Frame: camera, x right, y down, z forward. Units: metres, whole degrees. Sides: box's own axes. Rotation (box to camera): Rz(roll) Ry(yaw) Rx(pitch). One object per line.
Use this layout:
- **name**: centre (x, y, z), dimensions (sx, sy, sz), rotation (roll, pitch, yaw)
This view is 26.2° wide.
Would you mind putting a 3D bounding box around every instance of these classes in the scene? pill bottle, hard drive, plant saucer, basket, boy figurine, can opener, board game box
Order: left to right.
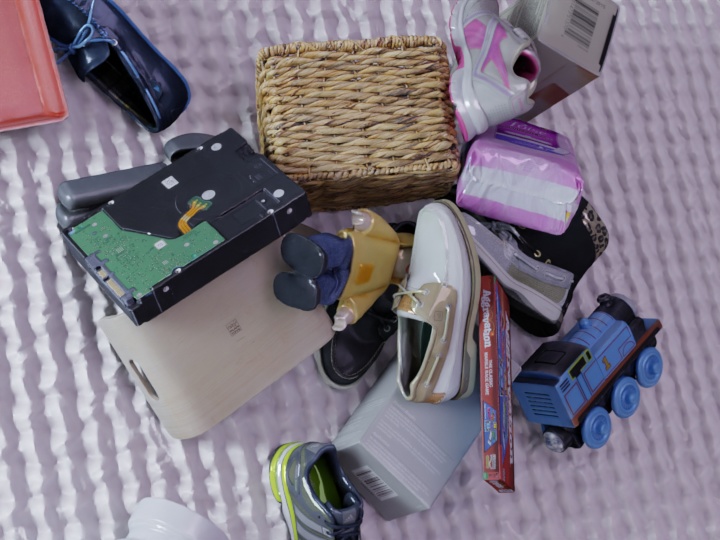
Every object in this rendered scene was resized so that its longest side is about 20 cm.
- **plant saucer**: centre (-0.398, -0.214, 1.466), dimensions (0.200, 0.037, 0.200), rotation (-13, 80, -21)
- **pill bottle**: centre (-0.200, 0.310, 1.369), dimensions (0.116, 0.116, 0.200), rotation (35, 62, -14)
- **can opener**: centre (-0.214, -0.092, 1.541), dimensions (0.200, 0.053, 0.067), rotation (-14, 49, -31)
- **hard drive**: centre (-0.164, -0.044, 1.459), dimensions (0.200, 0.038, 0.140), rotation (-34, 47, -18)
- **basket**: centre (-0.005, -0.148, 1.596), dimensions (0.200, 0.143, 0.149), rotation (-6, 78, -5)
- **boy figurine**: centre (0.000, 0.000, 1.518), dimensions (0.200, 0.064, 0.125), rotation (-3, 111, -50)
- **board game box**: centre (0.135, 0.114, 1.535), dimensions (0.019, 0.103, 0.200), rotation (-4, 75, 12)

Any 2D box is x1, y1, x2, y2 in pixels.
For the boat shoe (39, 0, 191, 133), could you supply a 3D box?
- **boat shoe**: centre (-0.254, -0.218, 1.529), dimensions (0.200, 0.084, 0.069), rotation (37, 49, -11)

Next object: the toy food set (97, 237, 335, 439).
- **toy food set**: centre (-0.134, 0.050, 1.496), dimensions (0.200, 0.060, 0.144), rotation (-36, 111, -20)

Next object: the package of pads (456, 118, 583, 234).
- **package of pads**: centre (0.164, -0.104, 1.610), dimensions (0.120, 0.200, 0.076), rotation (17, 107, -1)

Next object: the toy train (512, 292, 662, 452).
- **toy train**: centre (0.253, 0.108, 1.682), dimensions (0.200, 0.087, 0.114), rotation (-43, 120, -31)

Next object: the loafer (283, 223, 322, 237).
- **loafer**: centre (-0.104, -0.028, 1.567), dimensions (0.200, 0.075, 0.070), rotation (23, 34, -21)

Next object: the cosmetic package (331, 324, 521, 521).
- **cosmetic package**: centre (0.065, 0.144, 1.586), dimensions (0.107, 0.090, 0.200), rotation (45, 56, -10)

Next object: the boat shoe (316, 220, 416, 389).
- **boat shoe**: centre (0.016, 0.030, 1.605), dimensions (0.074, 0.066, 0.200), rotation (37, 60, -13)

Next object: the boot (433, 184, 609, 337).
- **boot**: centre (0.181, -0.045, 1.717), dimensions (0.204, 0.073, 0.154), rotation (49, 56, -13)

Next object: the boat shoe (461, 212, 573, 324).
- **boat shoe**: centre (0.151, -0.012, 1.590), dimensions (0.202, 0.074, 0.065), rotation (36, 82, -40)

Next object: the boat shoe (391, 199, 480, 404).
- **boat shoe**: centre (0.070, 0.033, 1.503), dimensions (0.068, 0.075, 0.200), rotation (-9, 99, -30)

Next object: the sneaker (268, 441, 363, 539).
- **sneaker**: centre (-0.027, 0.257, 1.499), dimensions (0.074, 0.081, 0.200), rotation (-19, 84, -31)

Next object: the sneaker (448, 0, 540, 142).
- **sneaker**: centre (0.142, -0.214, 1.588), dimensions (0.081, 0.088, 0.200), rotation (67, 19, -47)

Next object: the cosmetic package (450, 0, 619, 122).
- **cosmetic package**: centre (0.185, -0.234, 1.704), dimensions (0.087, 0.200, 0.104), rotation (28, 64, -19)
